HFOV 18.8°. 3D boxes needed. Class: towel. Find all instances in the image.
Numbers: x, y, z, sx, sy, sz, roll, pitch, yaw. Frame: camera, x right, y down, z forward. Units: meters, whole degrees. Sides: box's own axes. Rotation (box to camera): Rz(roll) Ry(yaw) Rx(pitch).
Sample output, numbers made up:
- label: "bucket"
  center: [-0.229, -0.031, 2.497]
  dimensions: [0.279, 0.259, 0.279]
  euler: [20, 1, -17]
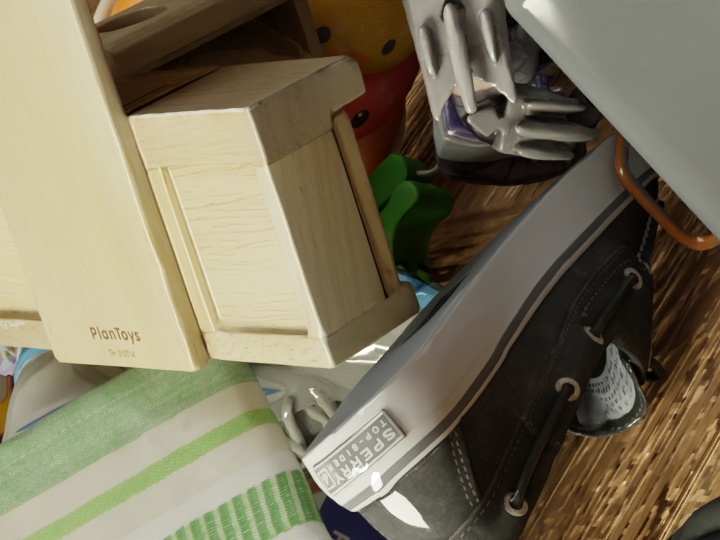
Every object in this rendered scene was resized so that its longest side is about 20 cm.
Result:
- label: "towel"
  center: [-0.071, 0.117, 0.628]
  dimensions: [0.152, 0.023, 0.200]
  euler: [-30, 44, 0]

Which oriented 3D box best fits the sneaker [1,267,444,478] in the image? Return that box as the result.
- label: "sneaker"
  center: [-0.040, 0.055, 0.724]
  dimensions: [0.200, 0.075, 0.087]
  euler: [-9, 44, 31]

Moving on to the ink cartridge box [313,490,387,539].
- label: "ink cartridge box"
  center: [-0.057, 0.161, 0.662]
  dimensions: [0.200, 0.041, 0.200]
  euler: [-27, 29, 49]

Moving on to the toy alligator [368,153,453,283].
- label: "toy alligator"
  center: [0.000, 0.000, 0.828]
  dimensions: [0.200, 0.059, 0.054]
  euler: [-38, 65, 25]

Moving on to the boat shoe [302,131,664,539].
- label: "boat shoe"
  center: [0.054, 0.023, 0.624]
  dimensions: [0.070, 0.066, 0.200]
  euler: [-43, 1, 32]

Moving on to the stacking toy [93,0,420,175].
- label: "stacking toy"
  center: [-0.017, -0.113, 0.871]
  dimensions: [0.146, 0.146, 0.200]
  euler: [-62, 8, -32]

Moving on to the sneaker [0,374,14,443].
- label: "sneaker"
  center: [-0.183, 0.124, 0.916]
  dimensions: [0.075, 0.090, 0.200]
  euler: [-51, 8, 41]

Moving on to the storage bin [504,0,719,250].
- label: "storage bin"
  center: [0.111, -0.087, 0.602]
  dimensions: [0.145, 0.134, 0.200]
  euler: [-38, 21, 31]

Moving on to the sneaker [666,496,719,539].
- label: "sneaker"
  center: [0.053, 0.115, 0.462]
  dimensions: [0.200, 0.071, 0.099]
  euler: [-33, 23, 27]

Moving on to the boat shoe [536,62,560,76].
- label: "boat shoe"
  center: [0.081, -0.128, 0.844]
  dimensions: [0.072, 0.072, 0.200]
  euler: [-58, 20, -22]

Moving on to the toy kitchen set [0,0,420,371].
- label: "toy kitchen set"
  center: [-0.045, -0.082, 0.704]
  dimensions: [0.200, 0.164, 0.180]
  euler: [2, 26, 47]

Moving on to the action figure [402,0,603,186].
- label: "action figure"
  center: [0.046, -0.090, 0.690]
  dimensions: [0.200, 0.069, 0.130]
  euler: [51, -139, -74]

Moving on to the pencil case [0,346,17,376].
- label: "pencil case"
  center: [-0.140, 0.018, 1.052]
  dimensions: [0.200, 0.087, 0.087]
  euler: [-57, 20, -16]
